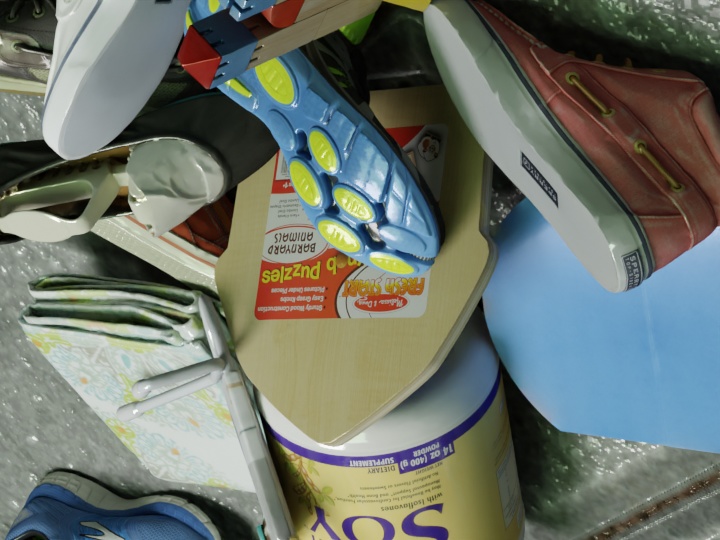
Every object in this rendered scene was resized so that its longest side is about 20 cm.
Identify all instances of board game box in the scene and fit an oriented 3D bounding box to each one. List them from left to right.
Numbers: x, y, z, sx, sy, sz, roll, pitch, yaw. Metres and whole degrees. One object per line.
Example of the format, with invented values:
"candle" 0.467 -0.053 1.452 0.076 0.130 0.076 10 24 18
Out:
"board game box" 0.164 0.022 1.318 0.200 0.039 0.158 6 125 29

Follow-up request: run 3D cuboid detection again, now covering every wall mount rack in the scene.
"wall mount rack" -0.091 0.122 1.416 0.174 0.074 0.200 123 129 -80

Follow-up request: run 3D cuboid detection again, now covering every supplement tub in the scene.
"supplement tub" 0.021 0.119 1.437 0.145 0.145 0.200 14 134 29

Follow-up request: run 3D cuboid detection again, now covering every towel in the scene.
"towel" -0.110 0.077 1.557 0.171 0.048 0.200 6 144 40

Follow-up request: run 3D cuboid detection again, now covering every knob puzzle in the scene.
"knob puzzle" 0.000 0.000 1.341 0.219 0.220 0.030 -1 166 40

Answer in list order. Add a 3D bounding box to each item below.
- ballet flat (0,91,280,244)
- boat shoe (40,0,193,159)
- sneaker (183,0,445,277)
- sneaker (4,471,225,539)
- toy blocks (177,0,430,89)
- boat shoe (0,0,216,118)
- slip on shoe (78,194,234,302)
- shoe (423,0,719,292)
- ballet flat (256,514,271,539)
"ballet flat" -0.136 -0.048 1.381 0.200 0.068 0.068 -12 133 19
"boat shoe" -0.132 -0.159 1.326 0.065 0.074 0.200 36 107 27
"sneaker" -0.013 -0.085 1.303 0.200 0.083 0.071 52 129 18
"sneaker" -0.172 0.208 1.720 0.200 0.089 0.079 7 131 34
"toy blocks" -0.028 -0.174 1.192 0.100 0.137 0.200 47 139 16
"boat shoe" -0.176 -0.137 1.397 0.201 0.072 0.066 17 123 -5
"slip on shoe" -0.092 -0.021 1.464 0.200 0.061 0.074 31 165 -6
"shoe" 0.117 -0.082 1.237 0.200 0.091 0.072 54 165 31
"ballet flat" -0.022 0.208 1.610 0.072 0.072 0.200 27 159 17
